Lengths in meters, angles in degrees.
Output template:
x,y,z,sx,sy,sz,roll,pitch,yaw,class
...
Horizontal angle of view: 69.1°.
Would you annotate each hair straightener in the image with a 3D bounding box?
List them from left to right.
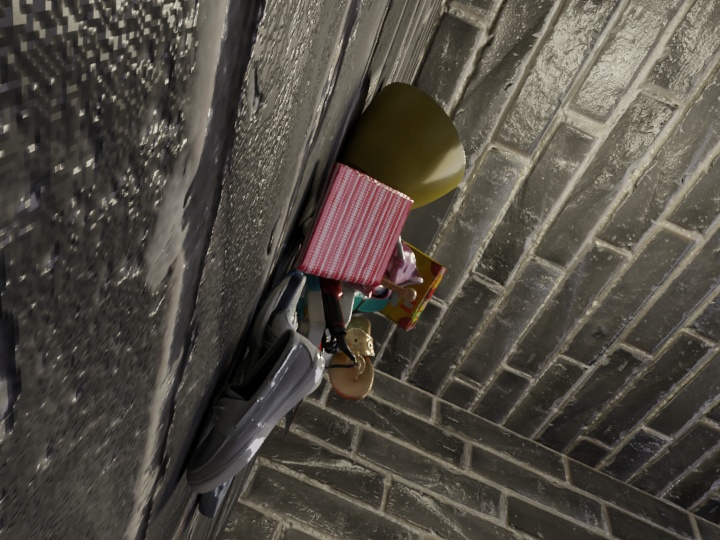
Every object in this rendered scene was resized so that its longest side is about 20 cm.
x,y,z,sx,sy,sz,roll,pitch,yaw,class
-0.041,0.069,0.730,0.201,0.040,0.078,-115,-142,-50,hair straightener

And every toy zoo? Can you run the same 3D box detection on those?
x,y,z,sx,sy,sz,roll,pitch,yaw,class
-0.084,0.072,0.751,0.202,0.020,0.133,-103,-151,-48,toy zoo

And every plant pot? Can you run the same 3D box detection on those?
x,y,z,sx,sy,sz,roll,pitch,yaw,class
0.048,-0.173,0.843,0.142,0.200,0.201,-41,171,-21,plant pot

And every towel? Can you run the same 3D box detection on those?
x,y,z,sx,sy,sz,roll,pitch,yaw,class
-0.003,-0.055,0.722,0.198,0.022,0.147,13,101,-56,towel

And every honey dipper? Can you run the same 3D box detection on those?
x,y,z,sx,sy,sz,roll,pitch,yaw,class
0.000,0.000,0.837,0.038,0.196,0.039,-157,-89,-88,honey dipper

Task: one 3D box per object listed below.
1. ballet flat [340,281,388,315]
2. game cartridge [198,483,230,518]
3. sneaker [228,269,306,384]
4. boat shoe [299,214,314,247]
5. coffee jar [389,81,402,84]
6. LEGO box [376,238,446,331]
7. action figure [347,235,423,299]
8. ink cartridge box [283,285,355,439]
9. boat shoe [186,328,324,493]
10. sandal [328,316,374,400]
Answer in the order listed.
x,y,z,sx,sy,sz,roll,pitch,yaw,class
-0.018,0.050,0.986,0.199,0.071,0.073,5,112,-59,ballet flat
-0.212,0.298,0.879,0.202,0.040,0.135,-68,178,-45,game cartridge
-0.099,0.098,0.656,0.077,0.084,0.204,-71,-177,-78,sneaker
-0.043,-0.052,0.791,0.200,0.071,0.063,-48,152,-69,boat shoe
0.056,-0.289,1.037,0.105,0.084,0.202,-59,-174,44,coffee jar
0.059,0.007,1.102,0.151,0.198,0.077,-59,165,8,LEGO box
0.032,0.012,0.948,0.201,0.131,0.151,-68,138,-64,action figure
-0.063,0.144,0.825,0.202,0.046,0.162,-82,-166,-52,ink cartridge box
-0.126,0.150,0.576,0.200,0.069,0.072,-44,-153,-4,boat shoe
-0.013,0.122,0.890,0.213,0.076,0.071,-83,175,-63,sandal
